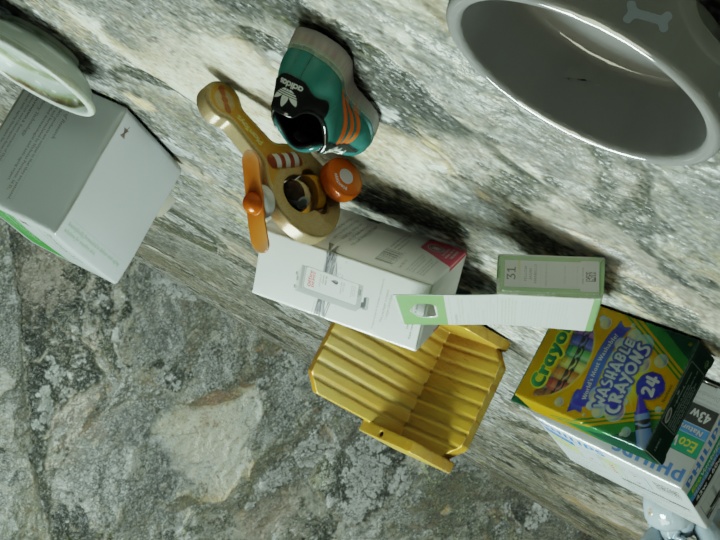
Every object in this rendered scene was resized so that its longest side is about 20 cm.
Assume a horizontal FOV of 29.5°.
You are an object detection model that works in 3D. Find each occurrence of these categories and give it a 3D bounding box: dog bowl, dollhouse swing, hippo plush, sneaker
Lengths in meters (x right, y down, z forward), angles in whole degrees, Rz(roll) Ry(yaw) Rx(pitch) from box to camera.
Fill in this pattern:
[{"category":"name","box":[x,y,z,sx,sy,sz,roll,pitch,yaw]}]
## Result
[{"category":"dog bowl","box":[0.137,-0.130,0.782,0.199,0.059,0.200,28,169,6]},{"category":"dollhouse swing","box":[0.062,0.135,1.878,0.175,0.201,0.181,34,169,-36]},{"category":"hippo plush","box":[0.479,0.341,1.997,0.158,0.201,0.162,3,136,15]},{"category":"sneaker","box":[-0.039,-0.134,1.188,0.071,0.080,0.200,26,170,18]}]

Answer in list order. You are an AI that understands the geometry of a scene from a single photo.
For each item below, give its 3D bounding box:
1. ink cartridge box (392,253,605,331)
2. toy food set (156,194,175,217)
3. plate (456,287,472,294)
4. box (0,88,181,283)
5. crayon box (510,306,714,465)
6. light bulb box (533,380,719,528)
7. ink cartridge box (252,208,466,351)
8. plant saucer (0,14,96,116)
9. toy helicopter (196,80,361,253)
[{"category":"ink cartridge box","box":[0.136,0.022,1.349,0.198,0.048,0.146,3,167,7]},{"category":"toy food set","box":[-0.381,-0.158,2.147,0.143,0.061,0.200,34,177,-30]},{"category":"plate","box":[0.068,0.029,1.661,0.198,0.026,0.200,7,-175,-1]},{"category":"box","box":[-0.389,-0.126,1.879,0.170,0.201,0.199,23,167,23]},{"category":"crayon box","box":[0.251,0.107,1.434,0.199,0.126,0.052,20,166,42]},{"category":"light bulb box","box":[0.333,0.185,1.599,0.197,0.125,0.200,25,168,29]},{"category":"ink cartridge box","box":[0.000,0.000,1.513,0.199,0.083,0.146,19,-159,14]},{"category":"plant saucer","box":[-0.403,-0.263,1.674,0.199,0.050,0.200,28,169,6]},{"category":"toy helicopter","box":[-0.101,-0.108,1.415,0.200,0.132,0.079,48,137,-10]}]
